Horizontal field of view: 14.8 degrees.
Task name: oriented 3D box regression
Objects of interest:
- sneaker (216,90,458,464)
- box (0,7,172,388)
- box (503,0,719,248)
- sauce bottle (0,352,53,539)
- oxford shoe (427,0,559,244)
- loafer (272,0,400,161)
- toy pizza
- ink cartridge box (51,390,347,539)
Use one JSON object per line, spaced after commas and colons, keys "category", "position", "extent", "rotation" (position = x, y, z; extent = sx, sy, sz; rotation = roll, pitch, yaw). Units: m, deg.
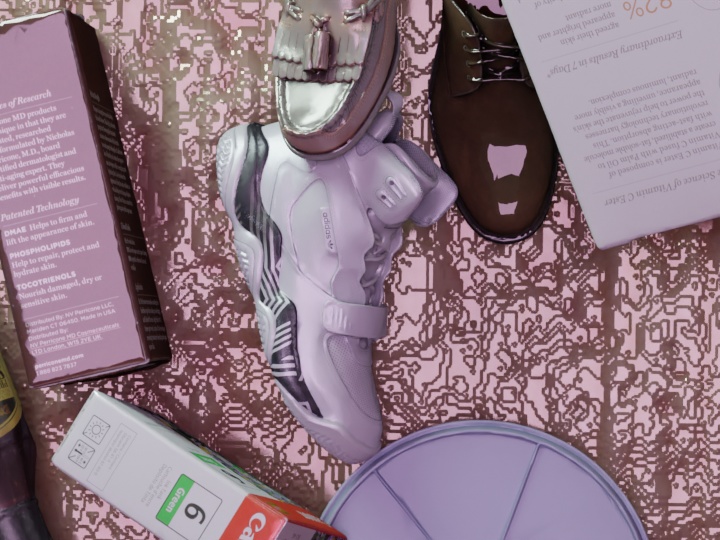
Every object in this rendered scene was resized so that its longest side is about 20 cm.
{"category": "sneaker", "position": [0.000, 0.000, 1.524], "extent": [0.115, 0.075, 0.200], "rotation": [-20, 84, 20]}
{"category": "box", "position": [-0.165, -0.038, 1.535], "extent": [0.075, 0.100, 0.200], "rotation": [-12, 88, 3]}
{"category": "box", "position": [0.173, -0.134, 1.457], "extent": [0.152, 0.106, 0.200], "rotation": [-14, 104, 31]}
{"category": "sauce bottle", "position": [-0.221, 0.080, 1.554], "extent": [0.066, 0.066, 0.200], "rotation": [-25, 88, 3]}
{"category": "oxford shoe", "position": [0.071, -0.114, 1.531], "extent": [0.072, 0.084, 0.201], "rotation": [-6, 90, 2]}
{"category": "loafer", "position": [-0.010, -0.159, 1.513], "extent": [0.072, 0.063, 0.200], "rotation": [6, 64, 25]}
{"category": "toy pizza", "position": [0.067, 0.184, 1.550], "extent": [0.200, 0.032, 0.201], "rotation": [0, 89, 2]}
{"category": "ink cartridge box", "position": [-0.061, 0.141, 1.495], "extent": [0.200, 0.109, 0.050], "rotation": [31, 90, 20]}
